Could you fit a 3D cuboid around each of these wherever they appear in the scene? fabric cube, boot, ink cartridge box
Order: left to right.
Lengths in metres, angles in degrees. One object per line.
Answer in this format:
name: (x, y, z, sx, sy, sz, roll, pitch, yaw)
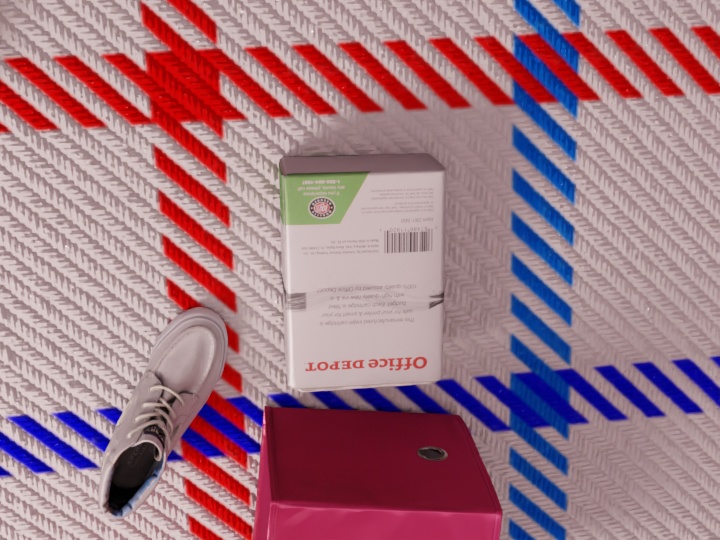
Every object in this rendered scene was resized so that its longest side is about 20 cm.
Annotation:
boot: (-0.181, 0.136, 0.961, 0.073, 0.096, 0.200, 25, 102, -14)
ink cartridge box: (0.000, 0.000, 0.951, 0.146, 0.084, 0.201, -2, 107, -7)
fabric cube: (0.003, 0.255, 0.972, 0.199, 0.196, 0.201, 5, 107, -7)
